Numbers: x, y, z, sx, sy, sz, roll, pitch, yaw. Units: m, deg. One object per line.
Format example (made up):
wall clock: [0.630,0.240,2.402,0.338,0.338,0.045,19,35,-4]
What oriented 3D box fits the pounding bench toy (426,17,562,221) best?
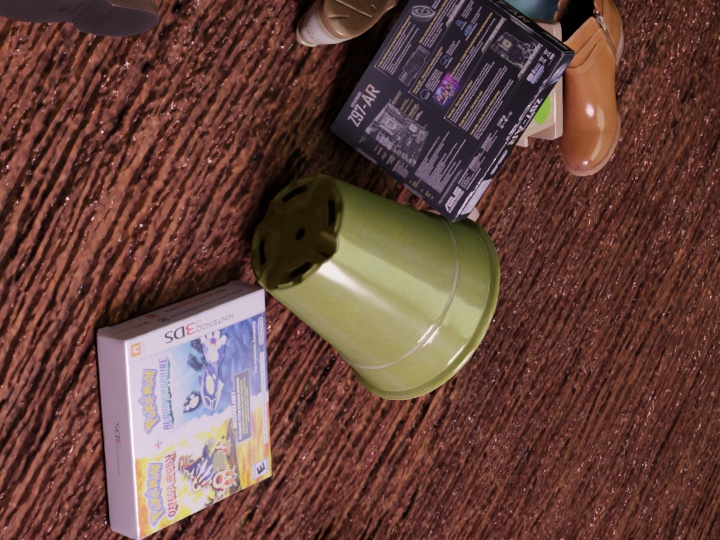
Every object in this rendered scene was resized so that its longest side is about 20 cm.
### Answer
pounding bench toy: [0.126,-0.156,1.914,0.156,0.124,0.201,-25,120,-44]

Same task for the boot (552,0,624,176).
boot: [0.251,-0.220,2.055,0.155,0.077,0.200,44,61,-65]

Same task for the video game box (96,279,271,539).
video game box: [-0.161,0.128,1.722,0.182,0.047,0.201,-20,116,-43]

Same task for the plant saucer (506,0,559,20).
plant saucer: [0.186,-0.365,1.998,0.200,0.027,0.201,-18,115,-47]

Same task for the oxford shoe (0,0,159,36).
oxford shoe: [-0.253,-0.244,1.494,0.200,0.071,0.071,8,66,-50]

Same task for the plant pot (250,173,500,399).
plant pot: [0.000,0.000,1.776,0.190,0.200,0.200,30,78,-41]

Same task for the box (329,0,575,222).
box: [0.087,-0.173,1.780,0.200,0.160,0.044,-58,165,18]

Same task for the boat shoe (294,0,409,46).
boat shoe: [0.011,-0.278,1.798,0.200,0.063,0.073,-36,101,-42]
